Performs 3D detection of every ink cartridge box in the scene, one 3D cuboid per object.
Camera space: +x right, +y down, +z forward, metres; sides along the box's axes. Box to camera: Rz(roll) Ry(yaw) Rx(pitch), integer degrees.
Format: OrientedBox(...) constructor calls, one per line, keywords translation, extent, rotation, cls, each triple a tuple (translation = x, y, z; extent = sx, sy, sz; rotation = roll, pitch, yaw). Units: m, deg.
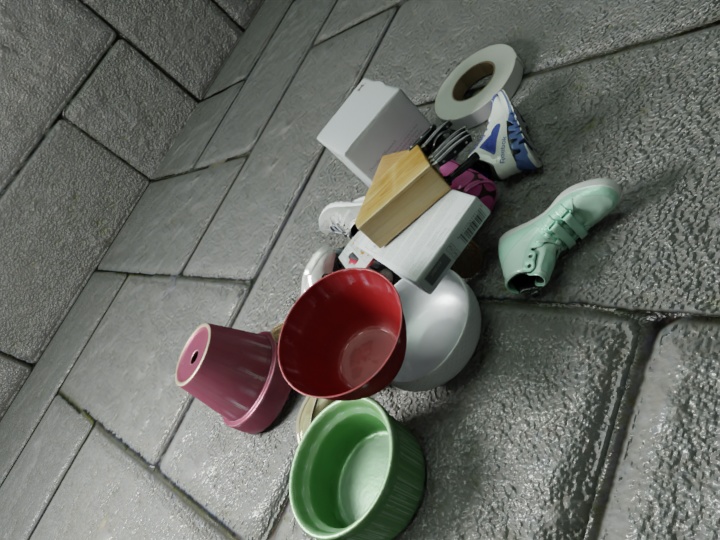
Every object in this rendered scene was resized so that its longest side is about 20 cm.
OrientedBox(translation=(0.052, -0.067, 1.048), extent=(0.200, 0.047, 0.160), rotation=(-49, 21, 4), cls="ink cartridge box")
OrientedBox(translation=(0.095, -0.068, 0.931), extent=(0.163, 0.057, 0.200), rotation=(-54, 31, -2), cls="ink cartridge box")

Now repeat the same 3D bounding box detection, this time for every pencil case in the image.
OrientedBox(translation=(0.164, -0.153, 1.036), extent=(0.200, 0.090, 0.095), rotation=(49, 131, 54), cls="pencil case")

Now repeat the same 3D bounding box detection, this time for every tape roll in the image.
OrientedBox(translation=(0.247, -0.388, 1.191), extent=(0.202, 0.037, 0.204), rotation=(-31, 39, 29), cls="tape roll")

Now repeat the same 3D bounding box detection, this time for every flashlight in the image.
OrientedBox(translation=(0.000, 0.000, 1.115), extent=(0.067, 0.069, 0.199), rotation=(-16, 17, -28), cls="flashlight")

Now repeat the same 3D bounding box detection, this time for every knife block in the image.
OrientedBox(translation=(0.097, -0.139, 0.894), extent=(0.174, 0.064, 0.202), rotation=(-1, 59, 48), cls="knife block")

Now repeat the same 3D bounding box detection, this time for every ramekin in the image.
OrientedBox(translation=(-0.001, 0.294, 0.819), extent=(0.199, 0.097, 0.202), rotation=(-30, 40, 29), cls="ramekin")

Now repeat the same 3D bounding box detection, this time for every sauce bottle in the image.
OrientedBox(translation=(0.149, -0.057, 0.982), extent=(0.066, 0.066, 0.201), rotation=(-44, 30, 12), cls="sauce bottle")

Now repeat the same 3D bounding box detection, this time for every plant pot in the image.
OrientedBox(translation=(-0.253, 0.197, 1.110), extent=(0.199, 0.178, 0.202), rotation=(-36, 37, 33), cls="plant pot")

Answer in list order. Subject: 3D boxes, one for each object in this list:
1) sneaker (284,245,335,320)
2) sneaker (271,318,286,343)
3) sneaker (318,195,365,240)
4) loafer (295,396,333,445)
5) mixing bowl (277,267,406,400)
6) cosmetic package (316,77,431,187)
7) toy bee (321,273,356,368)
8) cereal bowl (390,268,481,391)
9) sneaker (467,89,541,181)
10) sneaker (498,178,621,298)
OrientedBox(translation=(-0.079, 0.053, 1.143), extent=(0.088, 0.075, 0.202), rotation=(25, 98, 26), cls="sneaker")
OrientedBox(translation=(-0.076, 0.084, 1.086), extent=(0.198, 0.072, 0.113), rotation=(-18, 24, 30), cls="sneaker")
OrientedBox(translation=(-0.028, -0.104, 1.226), extent=(0.199, 0.074, 0.083), rotation=(-14, 56, 48), cls="sneaker")
OrientedBox(translation=(-0.055, 0.228, 0.960), extent=(0.068, 0.075, 0.202), rotation=(-28, 40, 40), cls="loafer")
OrientedBox(translation=(-0.009, 0.108, 0.821), extent=(0.198, 0.108, 0.202), rotation=(-17, 52, 22), cls="mixing bowl")
OrientedBox(translation=(0.052, -0.256, 1.157), extent=(0.167, 0.200, 0.167), rotation=(-50, 33, 4), cls="cosmetic package")
OrientedBox(translation=(-0.037, 0.124, 0.957), extent=(0.108, 0.130, 0.202), rotation=(-34, 66, 24), cls="toy bee")
OrientedBox(translation=(0.107, 0.098, 0.879), extent=(0.199, 0.083, 0.202), rotation=(-30, 41, 30), cls="cereal bowl")
OrientedBox(translation=(0.243, -0.233, 1.019), extent=(0.115, 0.080, 0.201), rotation=(-29, 42, 27), cls="sneaker")
OrientedBox(translation=(0.285, -0.038, 0.798), extent=(0.200, 0.073, 0.119), rotation=(-37, 29, 37), cls="sneaker")
